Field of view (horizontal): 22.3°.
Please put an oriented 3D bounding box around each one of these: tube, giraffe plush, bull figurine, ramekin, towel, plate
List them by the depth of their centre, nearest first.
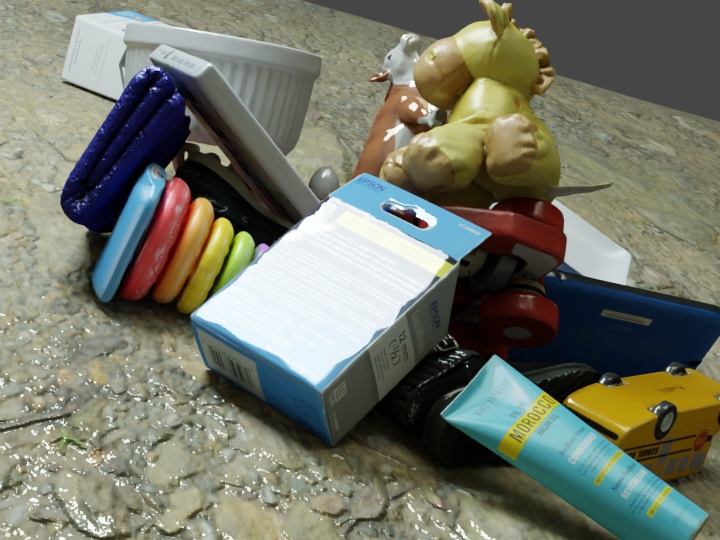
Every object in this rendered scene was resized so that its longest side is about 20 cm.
[{"bbox_3d":[0.157,0.140,1.330,0.199,0.051,0.077,35,44,16],"label":"tube"},{"bbox_3d":[0.105,-0.138,1.539,0.198,0.164,0.172,-4,-14,-21],"label":"giraffe plush"},{"bbox_3d":[-0.195,-0.096,1.576,0.049,0.149,0.200,32,-2,1],"label":"towel"},{"bbox_3d":[0.041,-0.114,1.649,0.065,0.202,0.121,22,-6,-32],"label":"bull figurine"},{"bbox_3d":[0.171,-0.039,1.767,0.199,0.032,0.200,36,17,0],"label":"plate"},{"bbox_3d":[-0.143,-0.176,1.812,0.198,0.106,0.200,10,4,-1],"label":"ramekin"}]

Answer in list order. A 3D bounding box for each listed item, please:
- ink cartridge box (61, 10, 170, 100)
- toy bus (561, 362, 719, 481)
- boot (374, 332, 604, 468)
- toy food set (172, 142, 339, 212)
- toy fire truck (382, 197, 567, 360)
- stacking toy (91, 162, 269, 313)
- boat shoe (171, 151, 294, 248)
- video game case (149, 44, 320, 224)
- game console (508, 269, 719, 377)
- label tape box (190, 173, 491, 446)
[{"bbox_3d":[-0.237,-0.242,2.212,0.198,0.085,0.145,22,16,15],"label":"ink cartridge box"},{"bbox_3d":[0.233,0.127,1.475,0.065,0.079,0.199,27,18,35],"label":"toy bus"},{"bbox_3d":[0.086,0.084,1.462,0.210,0.080,0.157,2,22,-42],"label":"boot"},{"bbox_3d":[-0.088,-0.093,1.859,0.198,0.061,0.144,18,4,3],"label":"toy food set"},{"bbox_3d":[0.072,0.000,1.526,0.166,0.113,0.200,17,-27,-21],"label":"toy fire truck"},{"bbox_3d":[-0.114,0.003,1.522,0.198,0.111,0.116,26,12,-9],"label":"stacking toy"},{"bbox_3d":[-0.098,-0.021,1.640,0.199,0.075,0.066,43,60,3],"label":"boat shoe"},{"bbox_3d":[-0.104,-0.113,1.642,0.200,0.024,0.182,52,-7,-21],"label":"video game case"},{"bbox_3d":[0.207,0.041,1.684,0.198,0.171,0.119,12,43,-18],"label":"game console"},{"bbox_3d":[-0.010,0.024,1.407,0.143,0.067,0.200,27,54,34],"label":"label tape box"}]
